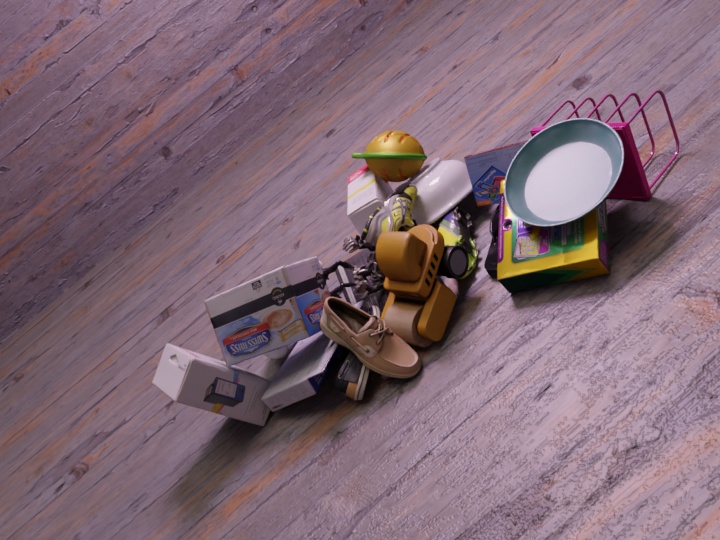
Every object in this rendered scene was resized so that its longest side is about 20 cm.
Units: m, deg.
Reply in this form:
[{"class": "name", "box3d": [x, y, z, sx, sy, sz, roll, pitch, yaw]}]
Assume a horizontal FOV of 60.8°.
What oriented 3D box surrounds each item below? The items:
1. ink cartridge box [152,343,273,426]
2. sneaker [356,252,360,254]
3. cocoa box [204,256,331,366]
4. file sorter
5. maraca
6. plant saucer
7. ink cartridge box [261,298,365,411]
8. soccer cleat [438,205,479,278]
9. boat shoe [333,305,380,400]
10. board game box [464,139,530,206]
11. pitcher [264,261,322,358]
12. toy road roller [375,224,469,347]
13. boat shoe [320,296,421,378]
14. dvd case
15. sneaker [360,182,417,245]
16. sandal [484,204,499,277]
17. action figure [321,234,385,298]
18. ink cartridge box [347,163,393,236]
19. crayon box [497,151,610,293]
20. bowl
[{"class": "ink cartridge box", "box3d": [-0.281, 0.220, 1.188, 0.144, 0.198, 0.090, 8, 73, 52]}, {"class": "sneaker", "box3d": [0.031, -0.004, 1.284, 0.196, 0.088, 0.076, -21, 29, 26]}, {"class": "cocoa box", "box3d": [-0.164, 0.077, 1.146, 0.196, 0.134, 0.133, -21, 0, 25]}, {"class": "file sorter", "box3d": [0.431, -0.225, 1.081, 0.125, 0.140, 0.198, -43, 28, -18]}, {"class": "maraca", "box3d": [0.063, -0.252, 1.358, 0.134, 0.110, 0.198, 0, 10, -32]}, {"class": "plant saucer", "box3d": [0.328, -0.151, 0.990, 0.197, 0.036, 0.204, -24, 49, 29]}, {"class": "ink cartridge box", "box3d": [-0.079, 0.161, 1.159, 0.198, 0.043, 0.198, -28, 20, 42]}, {"class": "soccer cleat", "box3d": [0.183, -0.043, 1.203, 0.084, 0.064, 0.203, -47, 22, 35]}, {"class": "boat shoe", "box3d": [-0.003, 0.140, 1.113, 0.060, 0.076, 0.203, 13, 47, 5]}, {"class": "board game box", "box3d": [0.285, -0.184, 1.165, 0.019, 0.106, 0.198, -24, 13, -34]}, {"class": "pitcher", "box3d": [-0.150, 0.077, 1.322, 0.172, 0.120, 0.202, -51, 10, 36]}, {"class": "toy road roller", "box3d": [0.086, 0.017, 1.075, 0.121, 0.144, 0.205, 4, 70, 52]}, {"class": "boat shoe", "box3d": [0.016, 0.113, 1.045, 0.196, 0.065, 0.072, 27, 48, 14]}, {"class": "dvd case", "box3d": [0.053, 0.010, 1.224, 0.197, 0.016, 0.151, -30, 64, 14]}, {"class": "sneaker", "box3d": [0.071, -0.100, 1.198, 0.201, 0.075, 0.076, -52, -9, -44]}, {"class": "sandal", "box3d": [0.270, -0.073, 1.145, 0.075, 0.043, 0.203, -20, 33, 32]}, {"class": "action figure", "box3d": [0.000, 0.000, 1.185, 0.196, 0.102, 0.122, -22, 75, 18]}, {"class": "ink cartridge box", "box3d": [0.038, -0.137, 1.408, 0.082, 0.146, 0.202, -28, 29, 16]}, {"class": "crayon box", "box3d": [0.318, -0.078, 1.022, 0.169, 0.058, 0.205, -14, 55, 37]}, {"class": "bowl", "box3d": [0.158, -0.177, 1.324, 0.199, 0.091, 0.201, -37, 9, 7]}]
